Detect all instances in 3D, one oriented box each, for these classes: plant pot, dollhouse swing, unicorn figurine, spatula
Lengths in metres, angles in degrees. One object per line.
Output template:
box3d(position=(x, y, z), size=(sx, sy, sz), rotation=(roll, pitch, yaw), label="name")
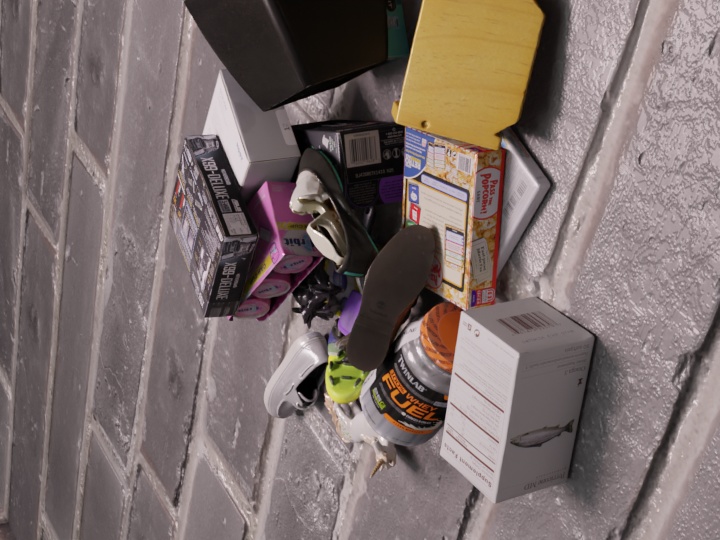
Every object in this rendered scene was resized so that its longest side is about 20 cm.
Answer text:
box3d(position=(-0.078, -0.319, 1.657), size=(0.199, 0.199, 0.178), rotation=(-16, 95, 57), label="plant pot")
box3d(position=(0.131, -0.270, 1.531), size=(0.181, 0.176, 0.201), rotation=(17, 107, 13), label="dollhouse swing")
box3d(position=(0.009, 0.221, 1.878), size=(0.200, 0.073, 0.138), rotation=(160, 98, -75), label="unicorn figurine")
box3d(position=(0.000, 0.000, 1.779), size=(0.056, 0.020, 0.201), rotation=(40, 128, 51), label="spatula")

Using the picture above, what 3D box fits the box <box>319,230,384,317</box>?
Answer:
box3d(position=(-0.017, 0.009, 1.870), size=(0.200, 0.048, 0.118), rotation=(23, 117, 56), label="box")

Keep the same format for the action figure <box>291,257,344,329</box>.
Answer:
box3d(position=(-0.074, 0.010, 1.826), size=(0.200, 0.102, 0.120), rotation=(23, 111, 52), label="action figure")

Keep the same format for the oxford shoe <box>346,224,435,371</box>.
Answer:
box3d(position=(0.039, 0.027, 1.623), size=(0.071, 0.071, 0.201), rotation=(28, 107, 6), label="oxford shoe")

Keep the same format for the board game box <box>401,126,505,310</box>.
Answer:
box3d(position=(0.110, -0.069, 1.596), size=(0.151, 0.046, 0.201), rotation=(31, 125, 52), label="board game box")

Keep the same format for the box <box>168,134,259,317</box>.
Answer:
box3d(position=(-0.205, -0.061, 1.752), size=(0.158, 0.050, 0.201), rotation=(110, 145, -43), label="box")

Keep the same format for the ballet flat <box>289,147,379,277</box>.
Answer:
box3d(position=(-0.045, -0.076, 1.637), size=(0.200, 0.068, 0.068), rotation=(59, 142, 26), label="ballet flat")

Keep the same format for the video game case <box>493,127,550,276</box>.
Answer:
box3d(position=(0.145, -0.101, 1.597), size=(0.182, 0.023, 0.200), rotation=(59, 144, 30), label="video game case")

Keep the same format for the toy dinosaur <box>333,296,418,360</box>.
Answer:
box3d(position=(0.049, 0.041, 1.725), size=(0.200, 0.077, 0.102), rotation=(-52, 13, 7), label="toy dinosaur")

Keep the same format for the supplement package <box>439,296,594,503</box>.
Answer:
box3d(position=(0.183, 0.151, 1.517), size=(0.117, 0.116, 0.201), rotation=(37, 129, 48), label="supplement package")

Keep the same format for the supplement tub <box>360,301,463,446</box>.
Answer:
box3d(position=(0.088, 0.133, 1.662), size=(0.123, 0.122, 0.200), rotation=(64, 145, 24), label="supplement tub")

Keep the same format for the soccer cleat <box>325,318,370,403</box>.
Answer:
box3d(position=(-0.016, 0.142, 1.812), size=(0.200, 0.064, 0.084), rotation=(-90, 2, -64), label="soccer cleat")

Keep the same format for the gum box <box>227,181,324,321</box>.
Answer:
box3d(position=(-0.133, -0.021, 1.764), size=(0.200, 0.066, 0.114), rotation=(-45, 52, 48), label="gum box")

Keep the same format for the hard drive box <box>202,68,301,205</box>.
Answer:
box3d(position=(-0.160, -0.161, 1.788), size=(0.200, 0.076, 0.157), rotation=(118, 138, -57), label="hard drive box")

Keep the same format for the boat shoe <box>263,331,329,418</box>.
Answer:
box3d(position=(-0.093, 0.182, 2.032), size=(0.069, 0.072, 0.200), rotation=(59, 134, 31), label="boat shoe")

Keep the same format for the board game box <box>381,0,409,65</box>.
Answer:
box3d(position=(-0.007, -0.374, 1.739), size=(0.151, 0.047, 0.201), rotation=(-6, 94, 58), label="board game box")

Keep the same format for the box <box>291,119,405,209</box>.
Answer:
box3d(position=(-0.029, -0.150, 1.768), size=(0.200, 0.122, 0.107), rotation=(12, 109, 56), label="box")
